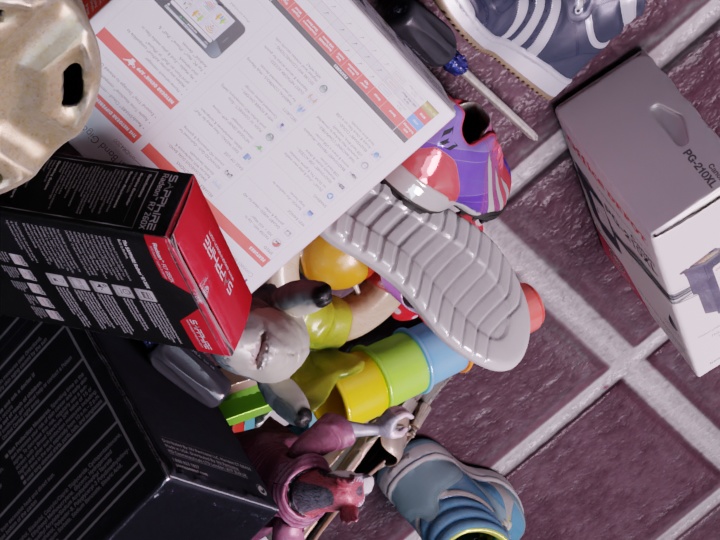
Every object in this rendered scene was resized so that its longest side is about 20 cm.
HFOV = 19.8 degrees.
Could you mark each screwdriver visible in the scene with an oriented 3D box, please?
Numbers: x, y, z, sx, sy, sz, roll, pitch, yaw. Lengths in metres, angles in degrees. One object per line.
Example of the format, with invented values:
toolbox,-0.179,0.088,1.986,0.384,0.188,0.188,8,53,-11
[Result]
screwdriver,0.078,-0.130,1.386,0.029,0.028,0.200,-14,151,33
screwdriver,-0.162,0.023,1.312,0.199,0.029,0.028,38,141,-20

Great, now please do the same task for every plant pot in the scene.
plant pot,-0.221,-0.141,1.034,0.199,0.184,0.201,-20,141,-17

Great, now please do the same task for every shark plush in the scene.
shark plush,-0.086,0.026,1.337,0.083,0.200,0.092,7,108,-24

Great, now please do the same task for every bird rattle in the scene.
bird rattle,0.000,0.000,1.435,0.199,0.113,0.164,-29,127,-12

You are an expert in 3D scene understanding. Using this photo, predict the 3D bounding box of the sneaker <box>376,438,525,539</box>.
sneaker,0.099,0.227,1.729,0.080,0.131,0.200,-44,142,13

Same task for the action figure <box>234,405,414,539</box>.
action figure,-0.059,0.137,1.390,0.148,0.200,0.135,22,76,-25

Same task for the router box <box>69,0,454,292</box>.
router box,-0.074,-0.109,1.219,0.179,0.049,0.200,-40,118,10

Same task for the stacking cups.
stacking cups,0.055,0.066,1.559,0.199,0.061,0.061,-21,142,-29

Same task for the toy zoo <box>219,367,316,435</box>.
toy zoo,-0.094,0.143,1.581,0.130,0.021,0.201,-18,140,-21

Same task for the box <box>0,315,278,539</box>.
box,-0.190,0.141,1.358,0.200,0.199,0.123,-46,144,15

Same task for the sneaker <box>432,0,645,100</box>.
sneaker,0.114,-0.187,1.327,0.108,0.070,0.200,-39,150,15

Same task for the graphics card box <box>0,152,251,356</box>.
graphics card box,-0.173,-0.015,1.219,0.126,0.198,0.051,67,38,-52

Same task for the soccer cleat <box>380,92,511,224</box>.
soccer cleat,0.071,-0.079,1.379,0.073,0.068,0.200,-51,163,15

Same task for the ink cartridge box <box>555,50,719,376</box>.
ink cartridge box,0.228,-0.040,1.515,0.084,0.145,0.200,-31,143,-2

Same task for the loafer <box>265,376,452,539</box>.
loafer,0.003,0.143,1.592,0.200,0.063,0.072,-41,149,-10

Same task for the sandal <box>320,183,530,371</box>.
sandal,0.037,-0.008,1.397,0.202,0.050,0.083,42,62,-20
